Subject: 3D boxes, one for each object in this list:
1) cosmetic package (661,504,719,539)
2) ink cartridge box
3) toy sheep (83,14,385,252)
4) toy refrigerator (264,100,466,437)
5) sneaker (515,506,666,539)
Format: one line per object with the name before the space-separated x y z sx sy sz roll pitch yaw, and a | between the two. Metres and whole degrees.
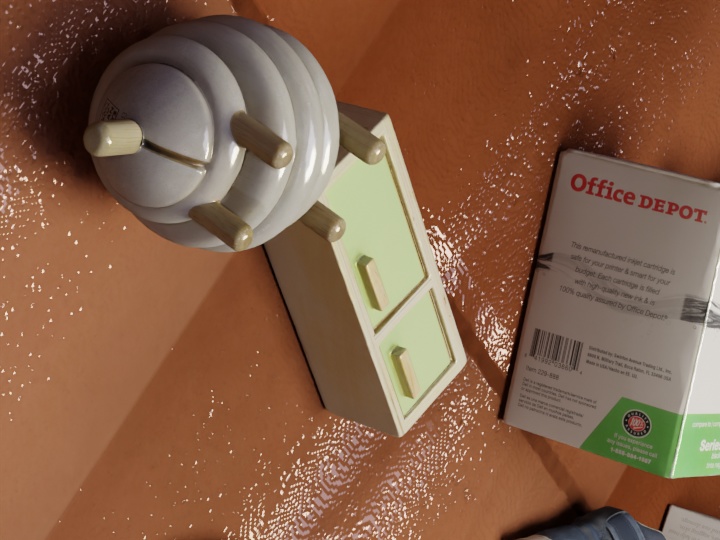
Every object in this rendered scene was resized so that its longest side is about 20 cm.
cosmetic package | 0.329 0.252 1.826 0.200 0.101 0.074 25 83 -53
ink cartridge box | 0.196 0.028 1.537 0.084 0.146 0.201 4 100 -51
toy sheep | -0.075 -0.071 1.175 0.200 0.137 0.139 0 103 -60
toy refrigerator | 0.000 0.000 1.346 0.076 0.070 0.201 -46 135 -31
sneaker | 0.173 0.275 1.659 0.146 0.077 0.203 -19 116 -44
